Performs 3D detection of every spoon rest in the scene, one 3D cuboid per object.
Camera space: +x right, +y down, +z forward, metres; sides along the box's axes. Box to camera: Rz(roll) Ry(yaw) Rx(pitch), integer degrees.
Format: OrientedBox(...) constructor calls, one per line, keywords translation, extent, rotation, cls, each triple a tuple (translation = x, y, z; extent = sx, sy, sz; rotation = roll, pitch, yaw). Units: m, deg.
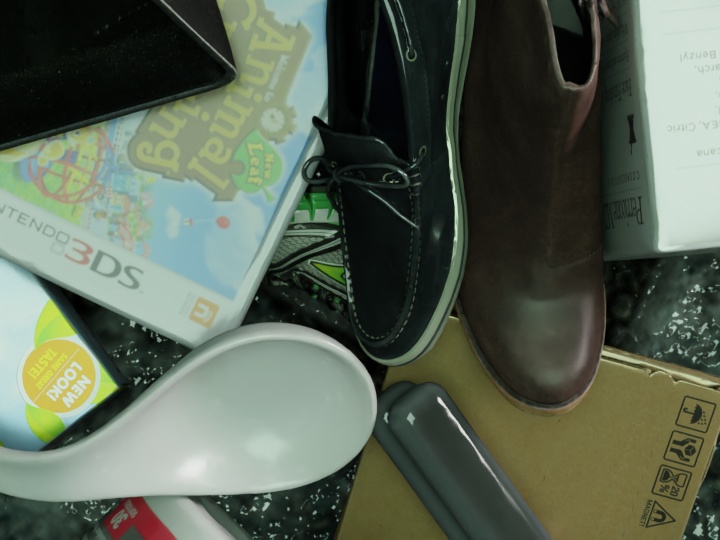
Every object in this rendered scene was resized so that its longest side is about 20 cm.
OrientedBox(translation=(-0.092, 0.071, 1.091), extent=(0.200, 0.061, 0.099), rotation=(-7, 132, 6), cls="spoon rest")

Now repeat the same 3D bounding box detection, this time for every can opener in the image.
OrientedBox(translation=(0.080, 0.128, 1.133), extent=(0.066, 0.053, 0.200), rotation=(-46, 105, -20), cls="can opener")

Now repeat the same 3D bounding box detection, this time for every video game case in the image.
OrientedBox(translation=(-0.103, -0.086, 1.107), extent=(0.182, 0.022, 0.200), rotation=(26, 91, -3), cls="video game case")

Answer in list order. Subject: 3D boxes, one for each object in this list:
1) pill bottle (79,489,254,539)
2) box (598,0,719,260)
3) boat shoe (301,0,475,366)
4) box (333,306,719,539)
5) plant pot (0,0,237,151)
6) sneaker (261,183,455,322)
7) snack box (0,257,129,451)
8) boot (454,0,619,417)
OrientedBox(translation=(-0.127, 0.199, 1.145), extent=(0.200, 0.111, 0.111), rotation=(-45, 91, -1), cls="pill bottle")
OrientedBox(translation=(0.208, -0.078, 1.108), extent=(0.200, 0.199, 0.131), rotation=(-6, 89, -4), cls="box")
OrientedBox(translation=(0.009, -0.054, 1.079), extent=(0.062, 0.075, 0.200), rotation=(-9, 109, -41), cls="boat shoe")
OrientedBox(translation=(0.073, 0.124, 1.163), extent=(0.163, 0.021, 0.200), rotation=(16, 109, -3), cls="box")
OrientedBox(translation=(-0.188, -0.168, 1.008), extent=(0.199, 0.200, 0.178), rotation=(-15, 69, 15), cls="plant pot")
OrientedBox(translation=(0.000, 0.000, 1.164), extent=(0.200, 0.078, 0.085), rotation=(3, 91, -2), cls="sneaker")
OrientedBox(translation=(-0.241, 0.051, 1.162), extent=(0.200, 0.068, 0.169), rotation=(-37, 90, 0), cls="snack box")
OrientedBox(translation=(0.078, -0.048, 1.057), extent=(0.072, 0.166, 0.200), rotation=(-4, 73, -4), cls="boot")
